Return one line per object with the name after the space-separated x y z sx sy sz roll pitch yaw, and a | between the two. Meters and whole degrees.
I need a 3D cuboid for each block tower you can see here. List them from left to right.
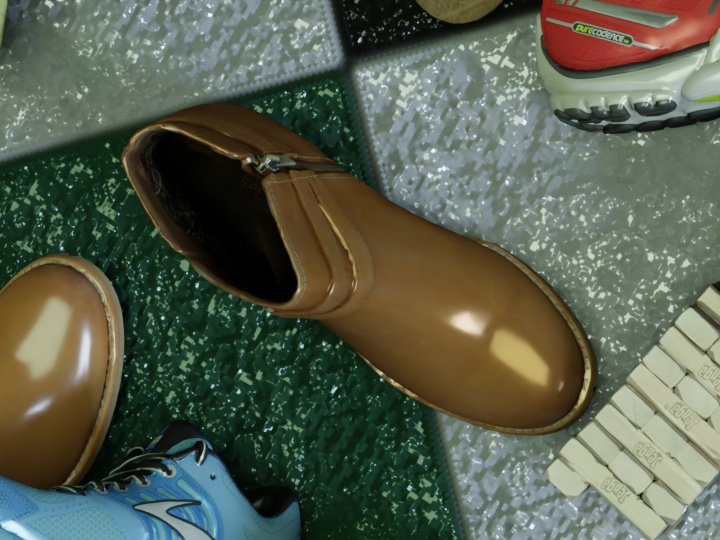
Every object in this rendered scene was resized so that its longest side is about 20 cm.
0.160 0.022 1.121 0.058 0.054 0.200 43 100 9 | block tower

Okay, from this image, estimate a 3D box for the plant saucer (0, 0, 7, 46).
-0.228 -0.197 1.203 0.199 0.048 0.201 9 93 12 | plant saucer

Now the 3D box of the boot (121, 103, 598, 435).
0.000 0.000 1.102 0.200 0.155 0.077 42 99 8 | boot

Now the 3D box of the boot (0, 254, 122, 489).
-0.185 0.079 1.135 0.077 0.155 0.200 42 100 16 | boot

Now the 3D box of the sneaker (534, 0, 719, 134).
0.165 -0.110 1.108 0.199 0.077 0.085 -9 84 12 | sneaker

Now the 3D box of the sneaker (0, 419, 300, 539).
-0.098 0.100 1.126 0.078 0.200 0.090 4 78 42 | sneaker

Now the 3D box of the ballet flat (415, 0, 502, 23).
0.053 -0.200 1.129 0.068 0.072 0.201 18 95 9 | ballet flat
